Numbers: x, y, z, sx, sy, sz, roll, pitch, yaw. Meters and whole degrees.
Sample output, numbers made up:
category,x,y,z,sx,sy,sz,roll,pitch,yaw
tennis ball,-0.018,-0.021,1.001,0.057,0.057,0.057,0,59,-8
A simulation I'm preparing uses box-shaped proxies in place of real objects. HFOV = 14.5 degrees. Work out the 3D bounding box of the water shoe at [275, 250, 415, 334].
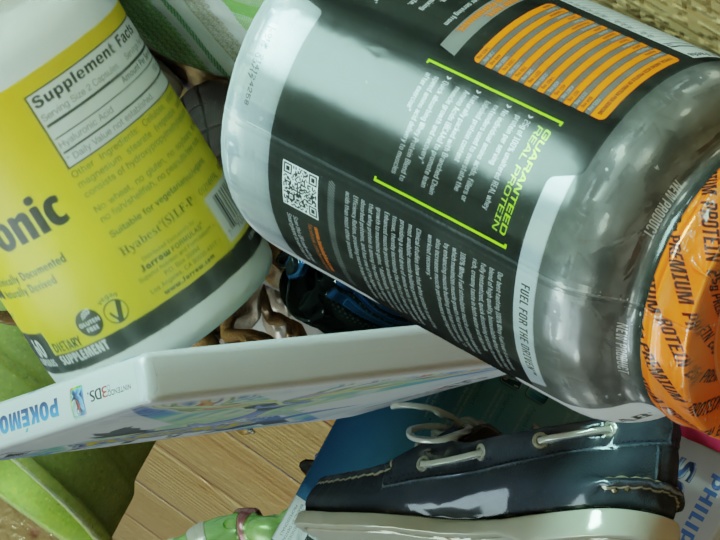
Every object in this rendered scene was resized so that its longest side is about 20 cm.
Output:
category,x,y,z,sx,sy,sz,roll,pitch,yaw
water shoe,0.000,0.000,1.192,0.200,0.078,0.072,47,-156,-63

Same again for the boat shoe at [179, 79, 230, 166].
category,x,y,z,sx,sy,sz,roll,pitch,yaw
boat shoe,-0.061,-0.037,1.360,0.071,0.076,0.200,9,163,-15

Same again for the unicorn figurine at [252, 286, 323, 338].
category,x,y,z,sx,sy,sz,roll,pitch,yaw
unicorn figurine,-0.010,0.035,1.426,0.137,0.074,0.200,39,165,-23

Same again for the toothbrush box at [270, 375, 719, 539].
category,x,y,z,sx,sy,sz,roll,pitch,yaw
toothbrush box,0.079,0.117,1.281,0.199,0.147,0.085,28,180,34

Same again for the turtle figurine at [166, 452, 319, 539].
category,x,y,z,sx,sy,sz,roll,pitch,yaw
turtle figurine,-0.037,0.188,1.464,0.143,0.202,0.194,7,177,10

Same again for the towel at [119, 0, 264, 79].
category,x,y,z,sx,sy,sz,roll,pitch,yaw
towel,-0.084,-0.132,1.186,0.199,0.031,0.149,23,162,42

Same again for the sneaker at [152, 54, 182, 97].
category,x,y,z,sx,sy,sz,roll,pitch,yaw
sneaker,-0.138,-0.073,1.395,0.070,0.080,0.200,39,165,3

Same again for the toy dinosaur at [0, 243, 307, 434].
category,x,y,z,sx,sy,sz,roll,pitch,yaw
toy dinosaur,-0.084,0.026,1.365,0.199,0.060,0.107,-20,109,40

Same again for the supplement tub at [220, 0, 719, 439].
category,x,y,z,sx,sy,sz,roll,pitch,yaw
supplement tub,0.060,-0.029,0.928,0.199,0.123,0.123,29,164,36

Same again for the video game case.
category,x,y,z,sx,sy,sz,roll,pitch,yaw
video game case,-0.042,0.049,1.157,0.199,0.022,0.182,-4,172,-32

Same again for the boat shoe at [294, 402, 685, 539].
category,x,y,z,sx,sy,sz,roll,pitch,yaw
boat shoe,0.053,0.091,1.200,0.075,0.062,0.199,21,160,-38

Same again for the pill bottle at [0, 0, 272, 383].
category,x,y,z,sx,sy,sz,roll,pitch,yaw
pill bottle,-0.131,-0.058,1.191,0.201,0.111,0.111,59,161,-14

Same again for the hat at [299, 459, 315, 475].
category,x,y,z,sx,sy,sz,roll,pitch,yaw
hat,0.061,0.142,1.579,0.200,0.081,0.201,40,168,10

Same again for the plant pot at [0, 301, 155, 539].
category,x,y,z,sx,sy,sz,roll,pitch,yaw
plant pot,-0.160,0.025,1.546,0.200,0.185,0.201,35,166,10

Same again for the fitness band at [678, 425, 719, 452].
category,x,y,z,sx,sy,sz,roll,pitch,yaw
fitness band,0.125,0.018,1.107,0.200,0.037,0.144,18,153,53
